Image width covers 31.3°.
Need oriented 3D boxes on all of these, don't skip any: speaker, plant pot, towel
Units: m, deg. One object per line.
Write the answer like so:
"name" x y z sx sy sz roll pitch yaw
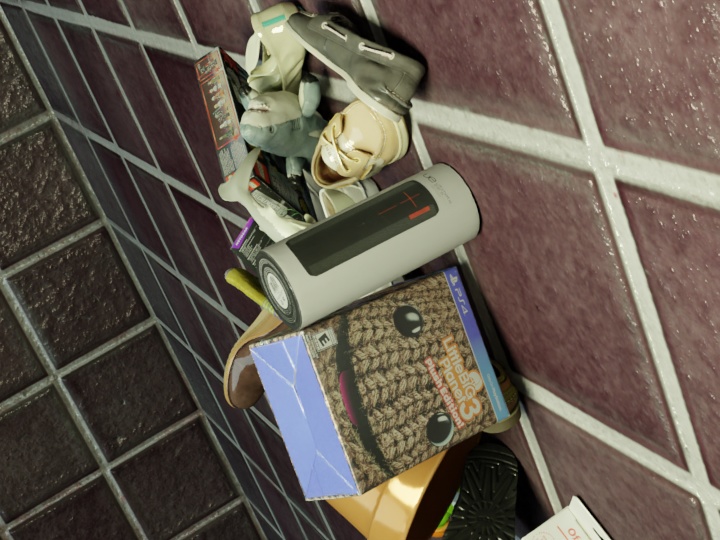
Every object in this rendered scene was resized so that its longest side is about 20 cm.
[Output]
"speaker" 0.009 -0.024 1.174 0.081 0.200 0.081 49 155 33
"plant pot" 0.034 0.206 1.424 0.140 0.200 0.200 27 153 17
"towel" -0.058 0.060 1.481 0.200 0.023 0.144 33 -179 30

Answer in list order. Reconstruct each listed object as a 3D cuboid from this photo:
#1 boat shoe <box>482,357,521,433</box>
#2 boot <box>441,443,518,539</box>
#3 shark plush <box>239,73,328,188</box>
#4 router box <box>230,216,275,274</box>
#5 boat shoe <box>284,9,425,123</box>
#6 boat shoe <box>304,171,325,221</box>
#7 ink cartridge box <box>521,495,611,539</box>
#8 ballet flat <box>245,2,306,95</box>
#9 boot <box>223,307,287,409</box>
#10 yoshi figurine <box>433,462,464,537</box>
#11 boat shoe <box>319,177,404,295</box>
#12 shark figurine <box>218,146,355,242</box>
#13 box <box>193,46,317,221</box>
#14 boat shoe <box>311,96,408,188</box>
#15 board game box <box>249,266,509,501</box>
"boat shoe" 0.096 0.095 1.366 0.200 0.072 0.068 27 141 45
"boot" 0.129 0.315 1.438 0.079 0.211 0.158 16 139 8
"shark plush" -0.075 -0.127 1.381 0.200 0.091 0.084 64 -151 -58
"router box" -0.037 0.024 1.482 0.200 0.051 0.149 30 -172 -43
"boat shoe" -0.003 -0.202 1.184 0.067 0.057 0.200 26 -165 -42
"boat shoe" -0.070 -0.074 1.553 0.200 0.068 0.072 54 162 16
"ink cartridge box" 0.223 0.332 1.376 0.115 0.068 0.200 53 162 23
"ballet flat" -0.093 -0.217 1.386 0.070 0.069 0.200 54 163 20
"boot" -0.081 0.127 1.607 0.166 0.072 0.200 41 113 33
"yoshi figurine" 0.087 0.259 1.597 0.113 0.112 0.200 60 162 23
"boat shoe" 0.000 0.000 1.376 0.071 0.070 0.201 -22 80 64
"shark figurine" -0.048 -0.027 1.264 0.214 0.128 0.090 16 142 -2
"box" -0.114 -0.138 1.430 0.137 0.040 0.200 38 -153 -50
"boat shoe" -0.007 -0.123 1.280 0.074 0.069 0.200 58 164 7
"board game box" 0.020 0.107 1.234 0.097 0.200 0.160 -18 94 53
